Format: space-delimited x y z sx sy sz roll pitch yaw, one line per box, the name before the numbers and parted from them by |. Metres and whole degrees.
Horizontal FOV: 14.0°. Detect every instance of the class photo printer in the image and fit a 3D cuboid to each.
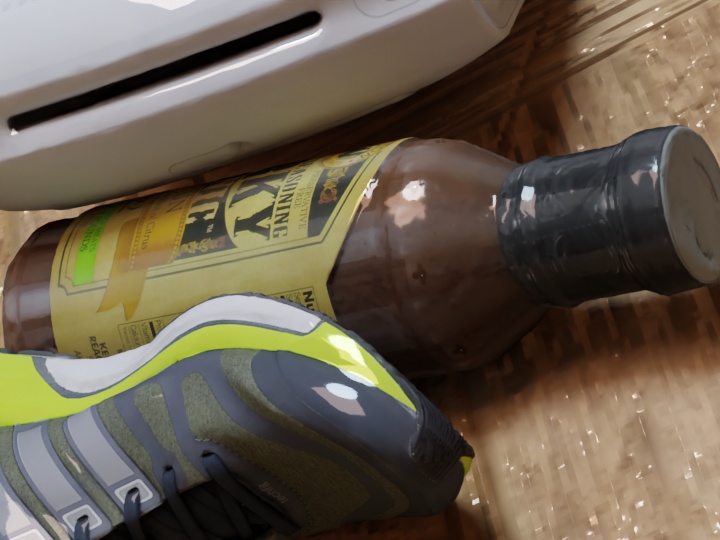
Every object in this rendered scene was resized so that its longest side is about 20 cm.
photo printer | -0.029 -0.084 0.841 0.166 0.070 0.200 -18 15 17

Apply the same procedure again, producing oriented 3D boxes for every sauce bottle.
sauce bottle | 0.000 0.000 0.768 0.199 0.065 0.065 -12 38 29

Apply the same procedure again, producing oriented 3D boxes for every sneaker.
sneaker | -0.056 0.063 0.738 0.199 0.074 0.081 -13 43 41
